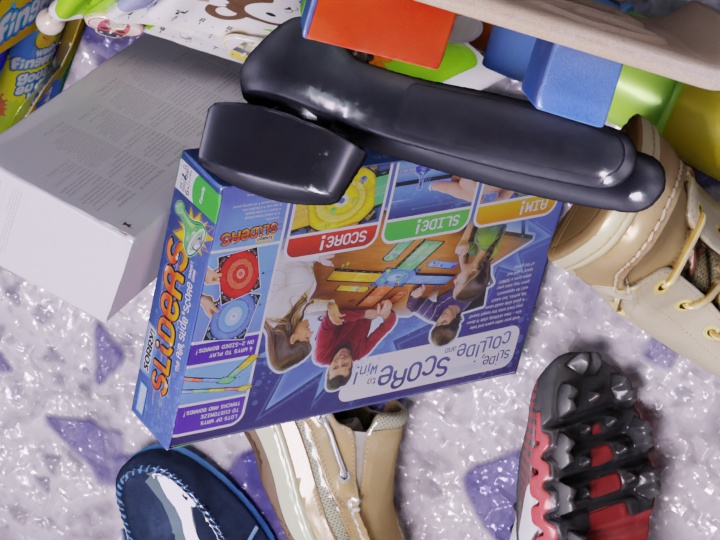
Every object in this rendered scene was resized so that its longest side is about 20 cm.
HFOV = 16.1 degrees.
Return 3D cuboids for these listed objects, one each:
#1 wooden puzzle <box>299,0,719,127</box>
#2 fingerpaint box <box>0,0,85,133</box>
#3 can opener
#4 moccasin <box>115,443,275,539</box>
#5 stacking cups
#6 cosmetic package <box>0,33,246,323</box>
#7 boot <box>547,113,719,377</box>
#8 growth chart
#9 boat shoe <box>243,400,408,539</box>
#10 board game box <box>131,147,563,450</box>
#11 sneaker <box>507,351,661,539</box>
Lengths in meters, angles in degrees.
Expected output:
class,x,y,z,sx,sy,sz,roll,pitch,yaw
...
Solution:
class,x,y,z,sx,sy,sz,roll,pitch,yaw
wooden puzzle,0.045,-0.095,0.977,0.199,0.185,0.047,12,100,-4
fingerpaint box,-0.198,-0.099,1.175,0.073,0.200,0.167,29,121,8
can opener,0.030,-0.054,1.010,0.199,0.063,0.079,12,88,28
moccasin,-0.068,0.185,1.325,0.080,0.068,0.200,-26,100,31
stacking cups,0.093,-0.106,1.124,0.200,0.061,0.061,30,122,11
cosmetic package,-0.098,-0.050,1.151,0.082,0.200,0.051,26,121,12
boot,0.158,0.009,1.079,0.155,0.200,0.073,34,86,5
growth chart,-0.034,-0.107,1.121,0.199,0.018,0.145,16,162,-14
boat shoe,-0.009,0.089,1.259,0.076,0.072,0.201,-25,103,15
board game box,0.000,0.000,1.138,0.034,0.199,0.136,42,130,41
sneaker,0.097,0.138,1.222,0.098,0.071,0.201,1,98,56
